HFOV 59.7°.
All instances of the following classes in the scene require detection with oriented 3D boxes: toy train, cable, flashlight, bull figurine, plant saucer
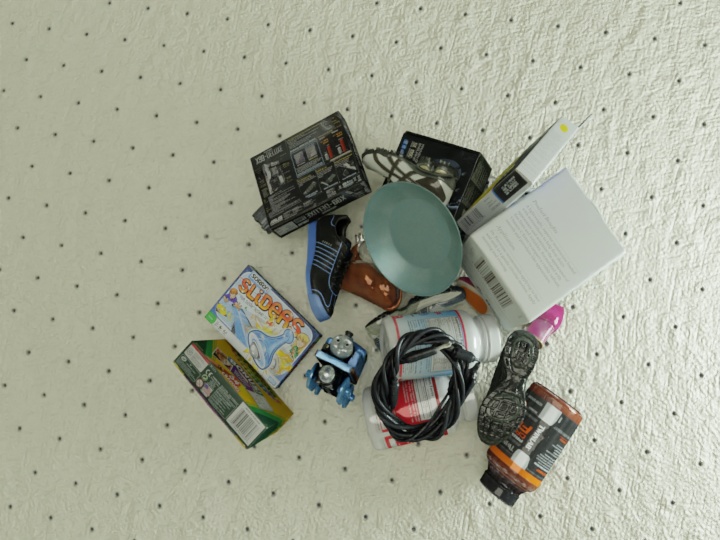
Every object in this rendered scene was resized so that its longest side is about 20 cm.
[{"bbox_3d":[-0.040,0.172,1.112,0.085,0.200,0.116,22,75,10],"label":"toy train"},{"bbox_3d":[0.097,0.193,1.019,0.161,0.051,0.202,27,104,-19],"label":"cable"},{"bbox_3d":[-0.123,-0.156,1.221,0.200,0.068,0.068,-45,69,-1],"label":"flashlight"},{"bbox_3d":[0.000,0.000,1.183,0.197,0.065,0.124,25,85,17],"label":"bull figurine"},{"bbox_3d":[0.093,-0.057,1.057,0.198,0.038,0.205,21,126,31],"label":"plant saucer"}]

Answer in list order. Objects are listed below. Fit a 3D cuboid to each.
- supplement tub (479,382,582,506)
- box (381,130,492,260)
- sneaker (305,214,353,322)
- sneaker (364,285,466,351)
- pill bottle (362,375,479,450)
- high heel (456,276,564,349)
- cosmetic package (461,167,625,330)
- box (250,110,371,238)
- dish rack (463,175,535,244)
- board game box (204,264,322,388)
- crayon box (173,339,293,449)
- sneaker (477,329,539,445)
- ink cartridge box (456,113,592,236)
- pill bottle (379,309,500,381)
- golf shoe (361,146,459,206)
[{"bbox_3d":[0.291,0.306,1.095,0.106,0.107,0.202,34,88,10],"label":"supplement tub"},{"bbox_3d":[0.124,-0.129,1.150,0.161,0.086,0.204,23,89,29],"label":"box"},{"bbox_3d":[-0.052,-0.011,1.129,0.076,0.070,0.205,-12,66,19],"label":"sneaker"},{"bbox_3d":[0.111,0.095,1.169,0.197,0.078,0.088,-26,95,9],"label":"sneaker"},{"bbox_3d":[0.108,0.244,1.123,0.195,0.112,0.115,-14,82,5],"label":"pill bottle"},{"bbox_3d":[0.276,0.053,1.158,0.198,0.068,0.096,33,61,22],"label":"high heel"},{"bbox_3d":[0.291,-0.028,1.049,0.198,0.165,0.167,-32,81,-6],"label":"cosmetic package"},{"bbox_3d":[-0.095,-0.177,1.157,0.197,0.050,0.161,-26,67,12],"label":"box"},{"bbox_3d":[0.267,-0.076,1.173,0.195,0.044,0.176,17,85,9],"label":"dish rack"},{"bbox_3d":[-0.188,0.108,1.217,0.199,0.034,0.136,42,90,10],"label":"board game box"},{"bbox_3d":[-0.225,0.215,1.140,0.058,0.172,0.200,-44,81,4],"label":"crayon box"},{"bbox_3d":[0.257,0.207,1.093,0.075,0.091,0.204,24,81,10],"label":"sneaker"},{"bbox_3d":[0.269,-0.166,1.044,0.047,0.198,0.200,42,62,1],"label":"ink cartridge box"},{"bbox_3d":[0.136,0.127,1.088,0.195,0.109,0.112,-5,83,-9],"label":"pill bottle"},{"bbox_3d":[0.072,-0.155,1.090,0.197,0.077,0.097,21,98,38],"label":"golf shoe"}]
